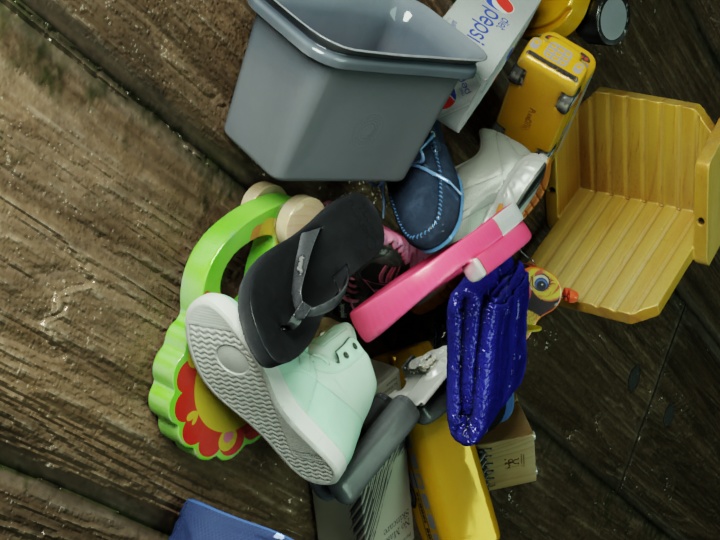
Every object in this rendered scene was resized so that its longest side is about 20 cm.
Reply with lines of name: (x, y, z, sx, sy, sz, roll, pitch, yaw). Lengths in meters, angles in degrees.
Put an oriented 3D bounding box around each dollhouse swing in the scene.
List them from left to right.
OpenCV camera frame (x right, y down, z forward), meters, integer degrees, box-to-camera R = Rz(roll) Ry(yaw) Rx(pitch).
dollhouse swing: (0.275, -0.073, 1.683, 0.176, 0.199, 0.183, -37, 132, -42)

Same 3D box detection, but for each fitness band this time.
fitness band: (0.071, 0.003, 1.336, 0.038, 0.143, 0.200, 57, 36, 0)

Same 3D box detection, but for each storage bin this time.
storage bin: (-0.021, -0.154, 1.278, 0.199, 0.145, 0.135, -2, 126, -46)

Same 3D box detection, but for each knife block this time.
knife block: (0.094, 0.188, 1.656, 0.201, 0.174, 0.065, -108, -170, -58)

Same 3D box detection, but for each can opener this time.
can opener: (0.033, 0.140, 1.407, 0.200, 0.052, 0.067, -44, 115, -33)

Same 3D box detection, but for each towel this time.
towel: (0.123, 0.068, 1.433, 0.200, 0.049, 0.149, -32, 122, -71)

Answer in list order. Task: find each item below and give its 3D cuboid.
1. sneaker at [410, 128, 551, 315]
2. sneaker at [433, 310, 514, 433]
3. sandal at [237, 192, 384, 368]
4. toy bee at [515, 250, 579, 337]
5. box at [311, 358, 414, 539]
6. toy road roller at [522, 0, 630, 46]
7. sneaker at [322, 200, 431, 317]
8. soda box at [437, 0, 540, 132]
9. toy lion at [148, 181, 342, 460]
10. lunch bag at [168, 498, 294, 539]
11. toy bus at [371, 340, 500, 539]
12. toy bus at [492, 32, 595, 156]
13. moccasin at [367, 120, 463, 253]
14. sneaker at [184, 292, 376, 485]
sneaker: (0.098, -0.049, 1.527, 0.201, 0.092, 0.076, -51, 160, -3)
sneaker: (0.106, 0.067, 1.565, 0.078, 0.070, 0.202, -18, 96, -58)
sandal: (-0.035, -0.002, 1.239, 0.076, 0.043, 0.200, 55, 44, -19)
toy bee: (0.172, 0.035, 1.636, 0.131, 0.108, 0.201, -90, -158, -63)
box: (-0.002, 0.187, 1.490, 0.082, 0.068, 0.202, -36, 129, -42)
toy road roller: (0.203, -0.326, 1.553, 0.145, 0.122, 0.202, 20, 86, -46)
sneaker: (0.000, 0.000, 1.412, 0.096, 0.079, 0.200, -58, 155, 2)
soda box: (0.104, -0.209, 1.433, 0.064, 0.068, 0.200, -61, 177, 38)
toy lion: (-0.103, 0.052, 1.304, 0.191, 0.068, 0.202, -35, 130, -35)
lunch bag: (-0.098, 0.291, 1.327, 0.200, 0.135, 0.133, 42, 67, -53)
toy bus: (0.072, 0.173, 1.515, 0.064, 0.078, 0.202, -16, 91, -18)
toy bus: (0.180, -0.166, 1.538, 0.079, 0.065, 0.200, -54, 170, -24)
moccasin: (0.038, -0.101, 1.387, 0.068, 0.080, 0.201, 41, 25, -42)
sneaker: (-0.061, 0.068, 1.276, 0.201, 0.073, 0.119, 54, 45, -27)
